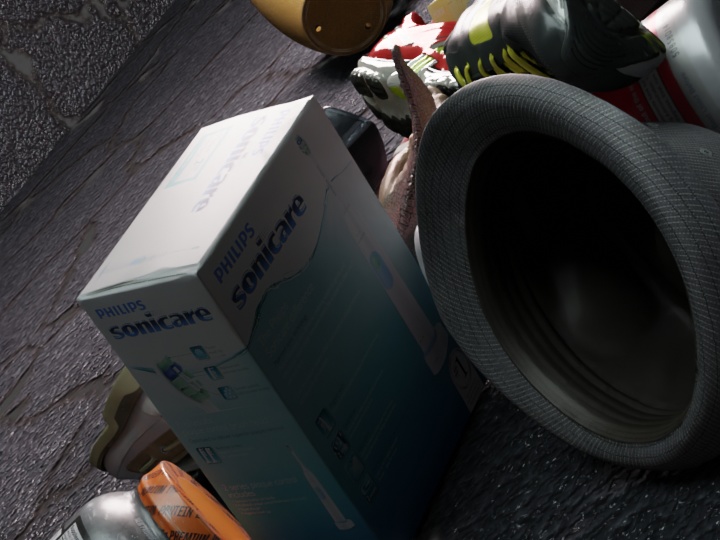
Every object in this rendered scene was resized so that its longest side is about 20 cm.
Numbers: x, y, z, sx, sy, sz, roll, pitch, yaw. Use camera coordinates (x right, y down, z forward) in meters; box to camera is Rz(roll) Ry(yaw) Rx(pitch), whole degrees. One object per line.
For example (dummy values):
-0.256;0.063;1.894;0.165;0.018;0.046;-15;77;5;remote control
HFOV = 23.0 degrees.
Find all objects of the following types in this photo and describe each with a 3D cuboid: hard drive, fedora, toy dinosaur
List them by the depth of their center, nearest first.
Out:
0.119;-0.008;0.774;0.090;0.179;0.199;-22;26;-29;fedora
0.034;-0.025;1.006;0.085;0.201;0.136;29;62;28;toy dinosaur
-0.038;-0.038;1.227;0.135;0.042;0.200;-47;-12;-8;hard drive

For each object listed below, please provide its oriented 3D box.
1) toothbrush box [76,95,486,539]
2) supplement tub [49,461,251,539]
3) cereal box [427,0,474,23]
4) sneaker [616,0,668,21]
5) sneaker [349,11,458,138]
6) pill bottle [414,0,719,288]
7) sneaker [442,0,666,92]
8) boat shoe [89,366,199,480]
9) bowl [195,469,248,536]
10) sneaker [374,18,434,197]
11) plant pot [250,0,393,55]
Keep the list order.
-0.033;0.037;0.914;0.085;0.201;0.147;-11;34;35;toothbrush box
-0.141;0.205;0.932;0.200;0.123;0.123;-44;16;-1;supplement tub
0.156;-0.208;1.154;0.199;0.040;0.144;-23;-2;-22;cereal box
0.138;-0.119;1.161;0.200;0.073;0.071;-40;5;-17;sneaker
0.073;-0.123;1.075;0.199;0.077;0.085;22;70;48;sneaker
0.127;-0.045;0.896;0.199;0.112;0.113;-36;18;28;pill bottle
0.086;-0.103;0.839;0.085;0.074;0.200;-49;10;12;sneaker
-0.120;0.100;1.097;0.075;0.068;0.200;-56;-3;-19;boat shoe
-0.063;0.131;1.074;0.200;0.039;0.201;-41;16;15;bowl
0.059;-0.121;1.222;0.200;0.105;0.075;-42;10;-26;sneaker
-0.036;-0.315;1.916;0.186;0.186;0.200;-41;28;13;plant pot
